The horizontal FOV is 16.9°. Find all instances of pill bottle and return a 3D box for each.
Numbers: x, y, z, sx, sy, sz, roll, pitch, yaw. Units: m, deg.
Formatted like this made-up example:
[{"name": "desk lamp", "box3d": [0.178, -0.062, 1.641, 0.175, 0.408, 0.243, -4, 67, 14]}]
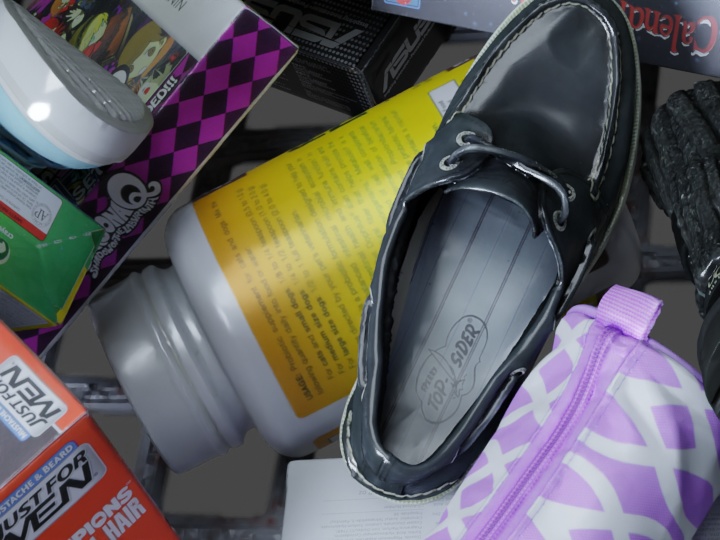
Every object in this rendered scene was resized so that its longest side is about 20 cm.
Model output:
[{"name": "pill bottle", "box3d": [0.000, 0.000, 0.938, 0.200, 0.109, 0.109, -27, 53, -1]}]

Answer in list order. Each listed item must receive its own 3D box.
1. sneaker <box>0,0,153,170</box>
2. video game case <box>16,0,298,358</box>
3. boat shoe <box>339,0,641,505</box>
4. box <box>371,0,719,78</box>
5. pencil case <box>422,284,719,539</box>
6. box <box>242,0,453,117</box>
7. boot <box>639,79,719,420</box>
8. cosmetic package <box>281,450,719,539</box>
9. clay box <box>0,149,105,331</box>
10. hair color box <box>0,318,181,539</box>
[{"name": "sneaker", "box3d": [-0.136, -0.055, 0.910, 0.082, 0.074, 0.200, -54, 21, 1]}, {"name": "video game case", "box3d": [-0.128, -0.047, 0.988, 0.200, 0.036, 0.181, -49, 30, 3]}, {"name": "boat shoe", "box3d": [0.045, -0.012, 0.849, 0.074, 0.066, 0.200, 28, 87, 6]}, {"name": "box", "box3d": [0.124, -0.117, 0.970, 0.200, 0.038, 0.137, 14, 22, 26]}, {"name": "pencil case", "box3d": [0.047, 0.105, 0.805, 0.084, 0.086, 0.200, 17, 62, 43]}, {"name": "box", "box3d": [-0.033, -0.165, 1.099, 0.200, 0.044, 0.160, 22, 67, 30]}, {"name": "boot", "box3d": [0.192, 0.026, 0.845, 0.079, 0.211, 0.158, -45, 21, 21]}, {"name": "cosmetic package", "box3d": [0.066, 0.140, 0.859, 0.200, 0.052, 0.151, -4, 55, 16]}, {"name": "clay box", "box3d": [-0.199, -0.019, 0.904, 0.200, 0.115, 0.048, -6, 53, 50]}, {"name": "hair color box", "box3d": [-0.113, 0.088, 0.861, 0.064, 0.200, 0.111, -42, 55, -10]}]
